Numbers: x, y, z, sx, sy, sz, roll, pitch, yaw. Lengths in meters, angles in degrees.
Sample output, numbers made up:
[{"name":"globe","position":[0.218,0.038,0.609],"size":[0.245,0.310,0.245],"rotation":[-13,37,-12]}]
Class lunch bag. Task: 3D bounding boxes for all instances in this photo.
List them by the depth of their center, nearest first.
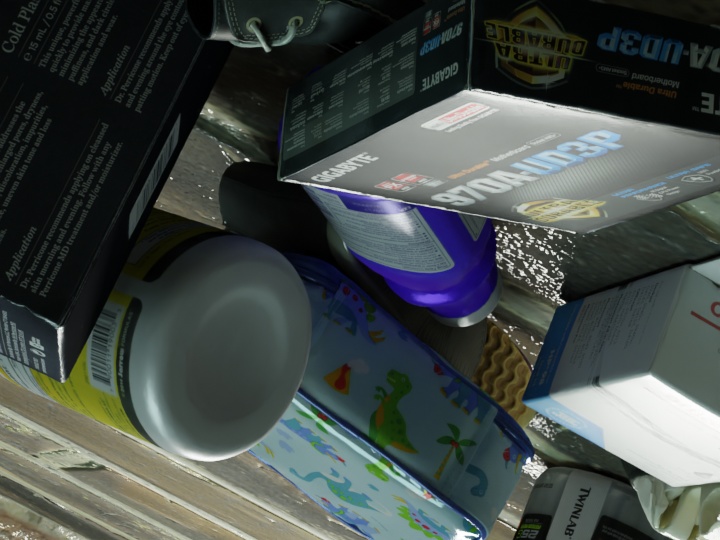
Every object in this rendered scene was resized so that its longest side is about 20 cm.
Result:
[{"name":"lunch bag","position":[-0.013,0.079,1.124],"size":[0.200,0.083,0.161],"rotation":[38,155,-11]}]

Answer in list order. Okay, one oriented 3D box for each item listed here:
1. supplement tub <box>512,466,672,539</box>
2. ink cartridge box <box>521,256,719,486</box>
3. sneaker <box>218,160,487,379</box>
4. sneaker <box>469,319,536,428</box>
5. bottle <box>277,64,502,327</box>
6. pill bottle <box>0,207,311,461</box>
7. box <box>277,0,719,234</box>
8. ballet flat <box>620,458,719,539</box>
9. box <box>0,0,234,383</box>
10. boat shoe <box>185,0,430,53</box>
[{"name":"supplement tub","position":[0.157,0.261,1.480],"size":[0.122,0.201,0.123],"rotation":[22,162,7]},{"name":"ink cartridge box","position":[0.185,0.059,1.071],"size":[0.115,0.067,0.200],"rotation":[29,162,-13]},{"name":"sneaker","position":[0.000,0.000,1.156],"size":[0.106,0.075,0.200],"rotation":[17,153,37]},{"name":"sneaker","position":[0.023,0.045,1.260],"size":[0.199,0.075,0.090],"rotation":[28,174,5]},{"name":"bottle","position":[0.026,-0.032,1.016],"size":[0.083,0.066,0.200],"rotation":[16,161,28]},{"name":"pill bottle","position":[-0.129,0.019,1.016],"size":[0.199,0.113,0.112],"rotation":[18,163,41]},{"name":"box","position":[0.073,-0.062,0.816],"size":[0.158,0.046,0.200],"rotation":[9,169,-22]},{"name":"ballet flat","position":[0.219,0.138,1.257],"size":[0.068,0.069,0.200],"rotation":[29,163,-18]},{"name":"box","position":[-0.174,-0.083,0.904],"size":[0.181,0.201,0.104],"rotation":[25,162,0]},{"name":"boat shoe","position":[-0.046,-0.122,0.845],"size":[0.199,0.068,0.072],"rotation":[25,162,-18]}]
